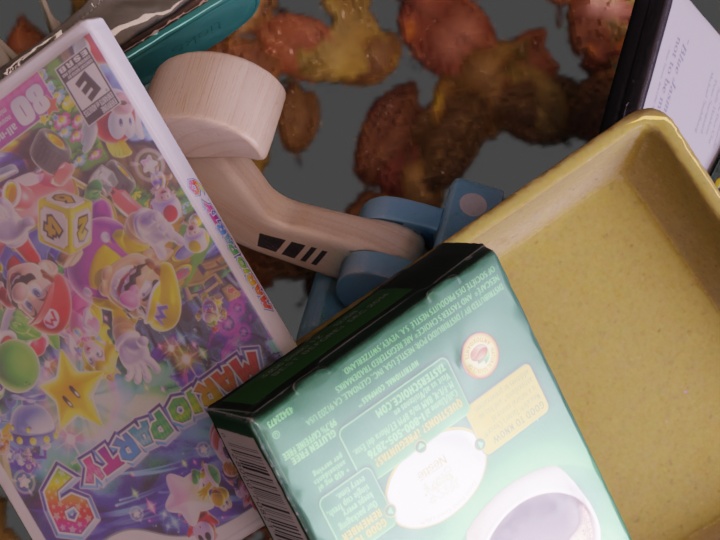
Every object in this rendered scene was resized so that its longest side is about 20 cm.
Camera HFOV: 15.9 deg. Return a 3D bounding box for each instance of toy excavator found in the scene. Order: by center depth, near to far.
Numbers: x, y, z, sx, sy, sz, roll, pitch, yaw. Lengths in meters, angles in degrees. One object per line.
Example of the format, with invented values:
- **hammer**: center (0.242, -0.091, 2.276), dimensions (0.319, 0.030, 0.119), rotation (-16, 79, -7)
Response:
- **toy excavator**: center (0.000, 0.000, 1.095), dimensions (0.199, 0.195, 0.100), rotation (14, 57, 2)

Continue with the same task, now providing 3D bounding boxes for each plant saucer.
- **plant saucer**: center (0.086, 0.062, 1.027), dimensions (0.200, 0.048, 0.200), rotation (-34, 104, 9)

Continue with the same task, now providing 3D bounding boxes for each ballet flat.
- **ballet flat**: center (-0.132, -0.086, 1.098), dimensions (0.200, 0.067, 0.064), rotation (-37, 76, -15)

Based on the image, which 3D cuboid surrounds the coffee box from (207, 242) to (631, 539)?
- **coffee box**: center (0.037, 0.106, 0.966), dimensions (0.123, 0.044, 0.201), rotation (-35, 108, -24)

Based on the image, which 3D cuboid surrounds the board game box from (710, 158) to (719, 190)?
- **board game box**: center (0.163, 0.010, 1.150), dimensions (0.200, 0.023, 0.105), rotation (-59, 146, -32)

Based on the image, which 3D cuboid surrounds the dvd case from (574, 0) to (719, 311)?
- **dvd case**: center (0.142, -0.030, 1.137), dimensions (0.200, 0.017, 0.143), rotation (30, 73, -63)

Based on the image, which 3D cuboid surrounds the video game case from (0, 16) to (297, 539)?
- **video game case**: center (-0.104, 0.023, 1.009), dimensions (0.143, 0.018, 0.200), rotation (-33, 86, 26)
